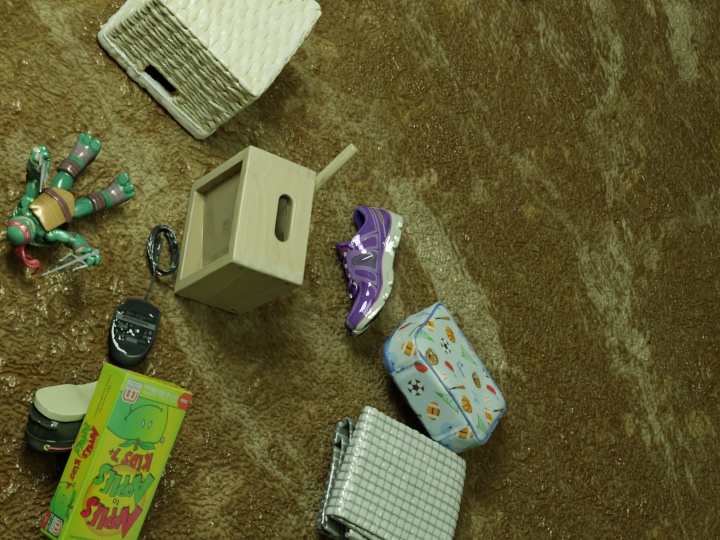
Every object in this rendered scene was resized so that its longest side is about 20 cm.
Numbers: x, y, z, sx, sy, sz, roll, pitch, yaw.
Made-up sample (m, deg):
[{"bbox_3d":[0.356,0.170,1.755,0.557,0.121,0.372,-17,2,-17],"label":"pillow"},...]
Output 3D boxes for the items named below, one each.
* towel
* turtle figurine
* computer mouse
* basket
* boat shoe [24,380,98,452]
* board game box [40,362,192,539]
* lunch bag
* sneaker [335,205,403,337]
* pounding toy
[{"bbox_3d":[0.037,0.295,1.744,0.199,0.085,0.166,30,61,-27],"label":"towel"},{"bbox_3d":[-0.358,-0.077,1.564,0.150,0.100,0.200,65,34,-20],"label":"turtle figurine"},{"bbox_3d":[-0.267,0.032,1.642,0.058,0.034,0.201,21,57,-11],"label":"computer mouse"},{"bbox_3d":[-0.193,-0.318,1.724,0.198,0.161,0.200,45,56,-17],"label":"basket"},{"bbox_3d":[-0.303,0.171,1.551,0.201,0.063,0.074,0,32,-48],"label":"boat shoe"},{"bbox_3d":[-0.275,0.216,1.499,0.101,0.047,0.201,24,85,-46],"label":"board game box"},{"bbox_3d":[0.121,0.152,1.838,0.201,0.075,0.160,59,28,-8],"label":"lunch bag"},{"bbox_3d":[0.000,0.000,1.830,0.083,0.081,0.201,18,57,-12],"label":"sneaker"},{"bbox_3d":[-0.119,-0.065,1.679,0.142,0.184,0.201,20,64,-30],"label":"pounding toy"}]
